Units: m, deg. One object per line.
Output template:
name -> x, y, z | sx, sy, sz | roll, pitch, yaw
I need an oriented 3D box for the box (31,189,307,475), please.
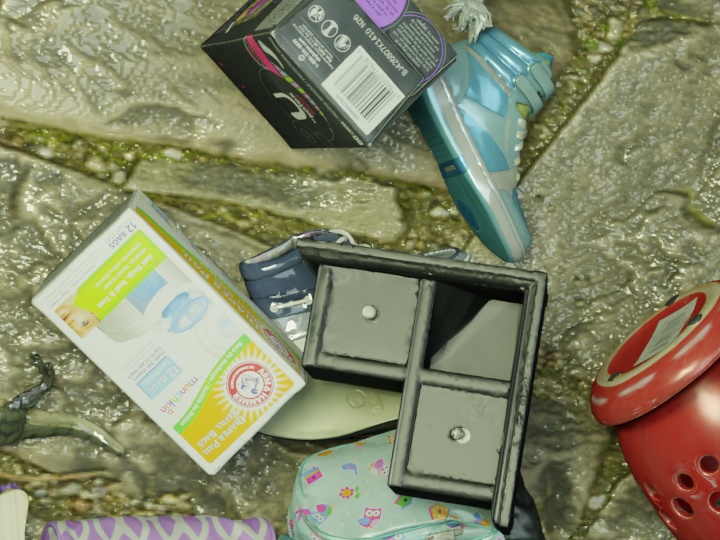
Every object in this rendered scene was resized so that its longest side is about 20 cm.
box -> -0.148, 0.048, 1.612 | 0.112, 0.101, 0.200 | -43, 99, 6

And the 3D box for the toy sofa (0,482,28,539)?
toy sofa -> -0.313, 0.262, 1.599 | 0.097, 0.083, 0.200 | -6, 95, -23

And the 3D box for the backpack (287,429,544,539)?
backpack -> 0.039, 0.205, 1.679 | 0.200, 0.167, 0.127 | -13, 124, -5

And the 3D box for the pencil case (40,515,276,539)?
pencil case -> -0.166, 0.240, 1.648 | 0.200, 0.085, 0.084 | -1, 74, -22

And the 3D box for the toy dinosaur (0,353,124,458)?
toy dinosaur -> -0.286, 0.109, 1.622 | 0.200, 0.047, 0.088 | 1, 107, -20

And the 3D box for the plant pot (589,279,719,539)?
plant pot -> 0.311, 0.123, 1.760 | 0.200, 0.200, 0.183 | -43, 97, -13

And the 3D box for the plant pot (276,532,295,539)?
plant pot -> -0.011, 0.333, 1.581 | 0.200, 0.141, 0.141 | 23, 122, 0

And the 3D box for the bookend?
bookend -> 0.036, 0.090, 1.587 | 0.200, 0.092, 0.199 | 9, 80, 7

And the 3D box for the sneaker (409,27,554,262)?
sneaker -> 0.130, -0.117, 1.741 | 0.130, 0.080, 0.200 | -30, 103, -15

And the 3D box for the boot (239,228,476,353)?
boot -> 0.000, 0.000, 1.702 | 0.200, 0.073, 0.090 | -23, 105, -17

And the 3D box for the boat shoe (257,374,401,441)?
boat shoe -> -0.006, 0.111, 1.706 | 0.201, 0.063, 0.074 | -8, 67, -5

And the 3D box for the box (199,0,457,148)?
box -> -0.029, -0.174, 1.616 | 0.106, 0.200, 0.122 | -45, 105, -12

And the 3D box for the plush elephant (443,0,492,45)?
plush elephant -> 0.144, -0.298, 1.676 | 0.165, 0.155, 0.200 | 27, 67, -17
